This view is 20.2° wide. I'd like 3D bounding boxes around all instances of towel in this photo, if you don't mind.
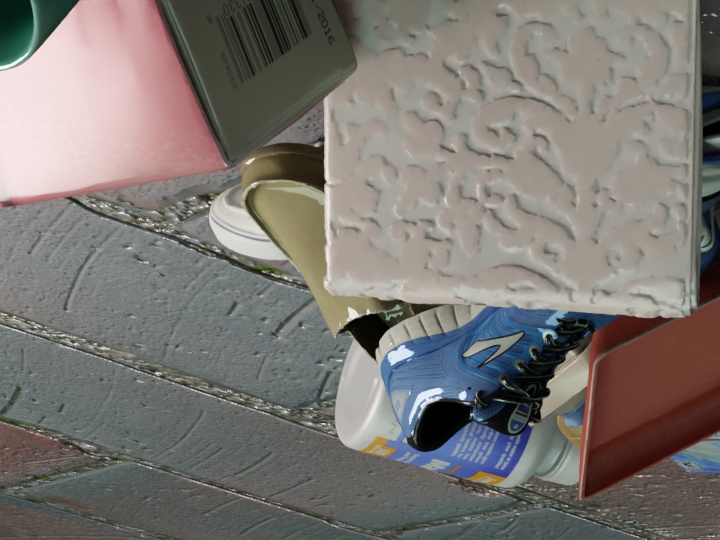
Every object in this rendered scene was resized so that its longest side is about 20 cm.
[{"bbox_3d":[0.077,-0.073,1.048,0.199,0.192,0.032,3,-166,15],"label":"towel"}]

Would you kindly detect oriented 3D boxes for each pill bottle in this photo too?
[{"bbox_3d":[0.090,0.111,1.628,0.199,0.113,0.112,17,159,-17],"label":"pill bottle"}]

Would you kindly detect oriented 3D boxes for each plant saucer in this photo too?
[{"bbox_3d":[0.228,0.055,1.352,0.199,0.037,0.200,-26,149,-13],"label":"plant saucer"}]

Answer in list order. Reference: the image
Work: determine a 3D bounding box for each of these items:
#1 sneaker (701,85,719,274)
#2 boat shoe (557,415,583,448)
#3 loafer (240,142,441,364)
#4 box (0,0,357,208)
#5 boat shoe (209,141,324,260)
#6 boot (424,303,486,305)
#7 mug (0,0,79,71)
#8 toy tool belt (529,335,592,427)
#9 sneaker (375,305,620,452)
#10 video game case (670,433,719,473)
[{"bbox_3d":[0.193,-0.049,1.191,0.146,0.081,0.199,-23,154,40],"label":"sneaker"},{"bbox_3d":[0.229,0.064,1.511,0.071,0.069,0.200,46,129,-13],"label":"boat shoe"},{"bbox_3d":[0.000,0.000,1.261,0.200,0.068,0.076,41,135,-20],"label":"loafer"},{"bbox_3d":[-0.124,-0.112,1.036,0.199,0.128,0.109,-7,114,38],"label":"box"},{"bbox_3d":[-0.017,-0.053,1.312,0.199,0.071,0.070,2,132,31],"label":"boat shoe"},{"bbox_3d":[0.073,-0.075,1.103,0.146,0.201,0.070,-20,-173,22],"label":"boot"},{"bbox_3d":[-0.182,-0.193,0.892,0.152,0.115,0.185,5,140,42],"label":"mug"},{"bbox_3d":[0.150,0.061,1.440,0.122,0.125,0.200,16,150,-12],"label":"toy tool belt"},{"bbox_3d":[0.098,0.049,1.180,0.078,0.090,0.200,20,139,-42],"label":"sneaker"},{"bbox_3d":[0.325,0.121,1.650,0.199,0.046,0.181,-3,156,32],"label":"video game case"}]
